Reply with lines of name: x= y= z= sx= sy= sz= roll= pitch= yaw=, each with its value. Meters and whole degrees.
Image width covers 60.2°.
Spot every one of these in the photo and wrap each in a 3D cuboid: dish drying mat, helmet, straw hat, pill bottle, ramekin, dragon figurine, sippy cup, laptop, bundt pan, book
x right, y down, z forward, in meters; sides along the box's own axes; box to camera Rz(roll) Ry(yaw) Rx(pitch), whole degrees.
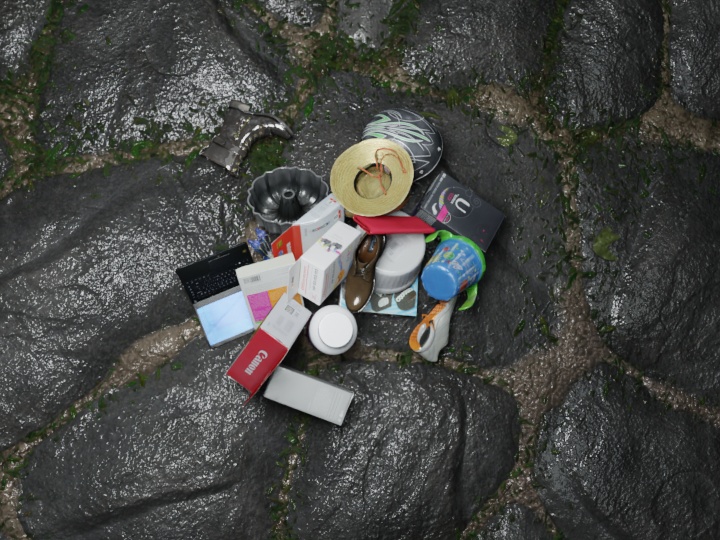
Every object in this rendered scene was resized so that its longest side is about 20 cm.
dish drying mat: x=0.079 y=-0.104 z=1.434 sx=0.198 sy=0.077 sz=0.018 roll=-3 pitch=121 yaw=-40
helmet: x=0.097 y=-0.306 z=1.537 sx=0.197 sy=0.191 sz=0.203 roll=1 pitch=80 yaw=-8
straw hat: x=0.030 y=-0.199 z=1.447 sx=0.198 sy=0.085 sz=0.204 roll=-1 pitch=71 yaw=3
pill bottle: x=-0.068 y=0.140 z=1.459 sx=0.111 sy=0.200 sz=0.114 roll=1 pitch=83 yaw=-9
ramekin: x=0.066 y=-0.054 z=1.529 sx=0.197 sy=0.098 sz=0.203 roll=4 pitch=67 yaw=-9
dragon figurine: x=-0.198 y=-0.014 z=1.508 sx=0.059 sy=0.099 sz=0.200 roll=-43 pitch=91 yaw=-10
sippy cup: x=0.215 y=0.003 z=1.501 sx=0.177 sy=0.141 sz=0.130 roll=37 pitch=42 yaw=15
laptop: x=-0.316 y=0.061 z=1.479 sx=0.175 sy=0.201 sz=0.104 roll=-22 pitch=50 yaw=-11
bundt pan: x=-0.173 y=-0.159 z=1.510 sx=0.198 sy=0.076 sz=0.204 roll=1 pitch=51 yaw=-1
book: x=-0.203 y=0.054 z=1.438 sx=0.132 sy=0.201 sz=0.048 roll=-15 pitch=52 yaw=-10

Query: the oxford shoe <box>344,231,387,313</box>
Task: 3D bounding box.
oxford shoe: x=0.000 y=0.000 z=1.416 sx=0.072 sy=0.084 sz=0.203 roll=15 pitch=96 yaw=14

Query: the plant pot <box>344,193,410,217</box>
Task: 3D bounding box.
plant pot: x=0.024 y=-0.165 z=1.524 sx=0.197 sy=0.200 sz=0.028 roll=-10 pitch=112 yaw=-9

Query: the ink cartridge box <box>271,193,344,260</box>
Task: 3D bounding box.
ink cartridge box: x=-0.115 y=-0.062 z=1.440 sx=0.050 sy=0.163 sz=0.200 roll=32 pitch=59 yaw=21

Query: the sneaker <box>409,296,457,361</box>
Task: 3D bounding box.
sneaker: x=0.197 y=0.138 z=1.576 sx=0.092 sy=0.075 sz=0.201 roll=48 pitch=64 yaw=-33

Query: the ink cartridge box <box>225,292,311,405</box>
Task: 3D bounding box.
ink cartridge box: x=-0.217 y=0.179 z=1.399 sx=0.083 sy=0.200 sz=0.176 roll=36 pitch=37 yaw=-5

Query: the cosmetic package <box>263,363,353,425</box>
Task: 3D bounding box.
cosmetic package: x=-0.127 y=0.292 z=1.482 sx=0.198 sy=0.107 sz=0.091 roll=25 pitch=83 yaw=-7

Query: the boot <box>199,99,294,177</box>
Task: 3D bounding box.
boot: x=-0.282 y=-0.314 z=1.553 sx=0.198 sy=0.069 sz=0.176 roll=23 pitch=83 yaw=2

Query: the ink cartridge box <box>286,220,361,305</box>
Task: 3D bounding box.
ink cartridge box: x=-0.082 y=-0.007 z=1.401 sx=0.067 sy=0.116 sz=0.200 roll=28 pitch=47 yaw=17

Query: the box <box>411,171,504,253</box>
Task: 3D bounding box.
box: x=0.244 y=-0.134 z=1.579 sx=0.199 sy=0.106 sz=0.123 roll=33 pitch=71 yaw=-4

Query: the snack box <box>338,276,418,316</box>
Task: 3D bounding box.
snack box: x=0.045 y=0.050 z=1.569 sx=0.197 sy=0.037 sz=0.118 roll=5 pitch=81 yaw=-8
